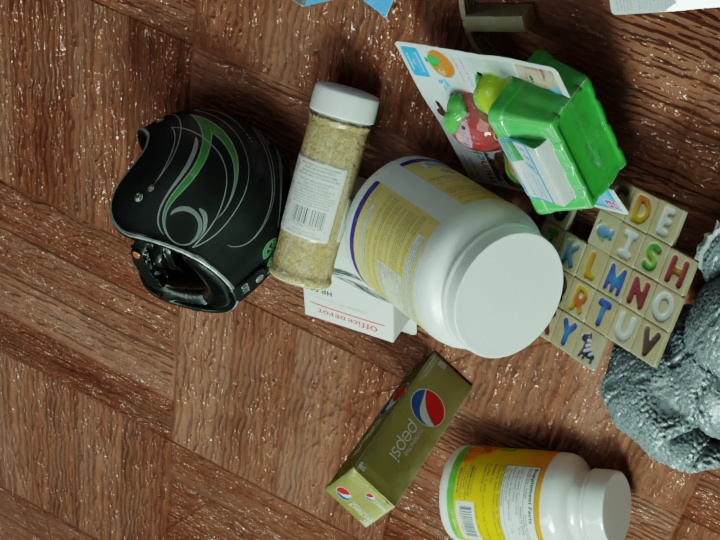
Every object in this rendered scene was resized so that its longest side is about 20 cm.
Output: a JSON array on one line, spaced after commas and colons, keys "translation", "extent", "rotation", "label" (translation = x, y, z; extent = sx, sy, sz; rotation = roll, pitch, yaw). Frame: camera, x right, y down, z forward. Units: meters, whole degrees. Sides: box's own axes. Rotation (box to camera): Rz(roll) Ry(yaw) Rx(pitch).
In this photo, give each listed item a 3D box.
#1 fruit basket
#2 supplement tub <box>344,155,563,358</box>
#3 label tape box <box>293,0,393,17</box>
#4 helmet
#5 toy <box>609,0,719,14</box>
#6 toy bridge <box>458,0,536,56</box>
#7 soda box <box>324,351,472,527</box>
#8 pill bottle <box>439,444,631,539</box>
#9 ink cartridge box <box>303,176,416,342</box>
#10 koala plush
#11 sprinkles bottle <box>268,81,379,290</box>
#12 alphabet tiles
[{"translation": [0.133, -0.124, 1.298], "extent": [0.198, 0.094, 0.186], "rotation": [12, 146, 42], "label": "fruit basket"}, {"translation": [0.088, -0.014, 1.374], "extent": [0.200, 0.144, 0.147], "rotation": [38, 151, 52], "label": "supplement tub"}, {"translation": [-0.048, -0.326, 1.313], "extent": [0.199, 0.066, 0.144], "rotation": [35, 138, 7], "label": "label tape box"}, {"translation": [-0.163, -0.073, 1.515], "extent": [0.198, 0.192, 0.201], "rotation": [19, 155, 10], "label": "helmet"}, {"translation": [0.293, -0.271, 1.139], "extent": [0.198, 0.047, 0.116], "rotation": [3, 123, 29], "label": "toy"}, {"translation": [0.126, -0.230, 1.303], "extent": [0.067, 0.027, 0.202], "rotation": [6, 129, 33], "label": "toy bridge"}, {"translation": [0.044, 0.185, 1.583], "extent": [0.064, 0.200, 0.068], "rotation": [42, 138, -4], "label": "soda box"}, {"translation": [0.197, 0.258, 1.607], "extent": [0.198, 0.111, 0.112], "rotation": [0, 126, 34], "label": "pill bottle"}, {"translation": [0.000, 0.000, 1.555], "extent": [0.115, 0.067, 0.202], "rotation": [17, 133, 22], "label": "ink cartridge box"}, {"translation": [0.324, 0.069, 1.261], "extent": [0.181, 0.179, 0.201], "rotation": [-4, 147, -20], "label": "koala plush"}, {"translation": [-0.038, -0.085, 1.440], "extent": [0.068, 0.068, 0.203], "rotation": [19, 102, 19], "label": "sprinkles bottle"}, {"translation": [0.223, 0.002, 1.308], "extent": [0.200, 0.007, 0.169], "rotation": [36, 110, 53], "label": "alphabet tiles"}]
